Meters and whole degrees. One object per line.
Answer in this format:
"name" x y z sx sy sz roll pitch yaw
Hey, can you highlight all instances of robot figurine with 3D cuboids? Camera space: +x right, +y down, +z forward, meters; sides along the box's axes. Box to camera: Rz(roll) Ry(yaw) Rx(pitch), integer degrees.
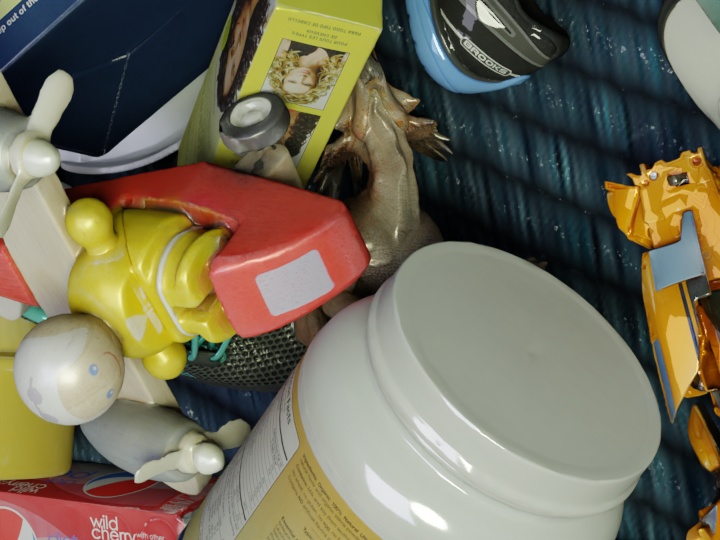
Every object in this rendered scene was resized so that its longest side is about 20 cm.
"robot figurine" 0.158 0.054 0.722 0.058 0.145 0.202 -15 83 22

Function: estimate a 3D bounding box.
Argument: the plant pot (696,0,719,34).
"plant pot" 0.171 -0.198 0.623 0.160 0.200 0.202 -26 86 22

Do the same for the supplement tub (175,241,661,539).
"supplement tub" 0.018 0.100 0.718 0.144 0.144 0.200 46 124 16

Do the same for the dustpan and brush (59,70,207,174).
"dustpan and brush" -0.080 -0.116 0.883 0.198 0.057 0.141 3 97 18

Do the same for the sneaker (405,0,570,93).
"sneaker" 0.054 -0.182 0.783 0.082 0.071 0.201 -7 98 21

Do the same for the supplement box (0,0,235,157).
"supplement box" -0.133 -0.197 0.816 0.200 0.134 0.201 -37 74 16

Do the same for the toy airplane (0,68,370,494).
"toy airplane" -0.119 0.006 0.737 0.199 0.142 0.199 28 134 -10

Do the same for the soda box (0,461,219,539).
"soda box" -0.155 0.152 1.000 0.199 0.063 0.071 1 102 34

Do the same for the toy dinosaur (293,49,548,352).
"toy dinosaur" 0.000 0.000 0.825 0.201 0.085 0.136 -61 38 26

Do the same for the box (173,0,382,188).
"box" -0.043 -0.077 0.800 0.200 0.050 0.076 118 158 -51

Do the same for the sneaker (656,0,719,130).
"sneaker" 0.193 -0.049 0.707 0.200 0.080 0.074 47 124 17

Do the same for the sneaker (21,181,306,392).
"sneaker" -0.107 0.022 0.878 0.199 0.091 0.078 19 108 -11

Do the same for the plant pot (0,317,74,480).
"plant pot" -0.254 0.013 0.967 0.199 0.200 0.191 1 86 34
